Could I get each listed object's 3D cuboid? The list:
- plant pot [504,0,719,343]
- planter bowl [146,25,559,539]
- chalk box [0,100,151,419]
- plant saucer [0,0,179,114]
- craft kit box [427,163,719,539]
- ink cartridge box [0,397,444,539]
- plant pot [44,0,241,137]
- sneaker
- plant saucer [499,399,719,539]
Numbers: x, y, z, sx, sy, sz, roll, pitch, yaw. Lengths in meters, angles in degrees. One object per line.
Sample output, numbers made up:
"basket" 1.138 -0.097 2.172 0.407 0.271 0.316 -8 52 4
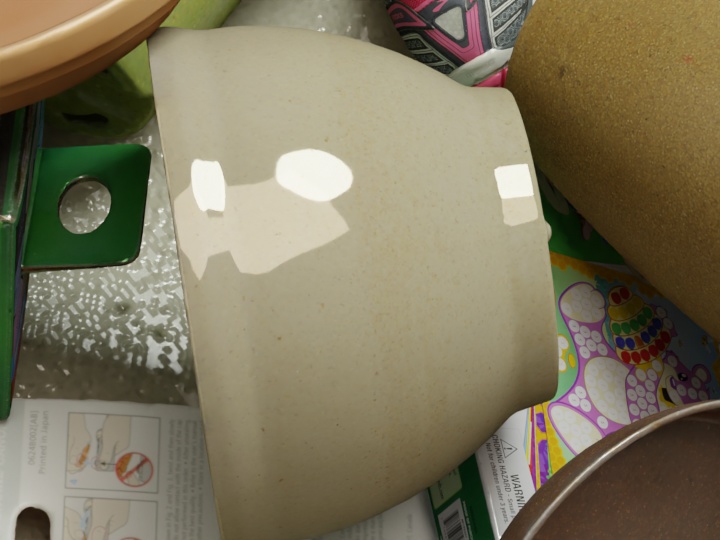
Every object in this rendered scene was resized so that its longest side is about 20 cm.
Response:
"plant pot" 0.164 -0.054 1.171 0.200 0.187 0.186 30 56 28
"planter bowl" 0.000 0.000 1.093 0.135 0.200 0.200 -8 63 -4
"chalk box" -0.185 -0.028 1.153 0.200 0.124 0.125 7 48 -4
"plant saucer" -0.145 -0.109 1.084 0.200 0.037 0.200 -9 33 6
"craft kit box" 0.107 0.034 1.228 0.197 0.049 0.200 4 59 -33
"ink cartridge box" -0.056 0.135 1.163 0.200 0.047 0.160 4 61 -7
"plant pot" -0.107 -0.166 1.243 0.200 0.200 0.184 28 70 2
"sneaker" 0.041 -0.153 1.286 0.081 0.075 0.200 -30 36 12
"plant saucer" 0.110 0.135 1.136 0.200 0.200 0.034 -24 35 -24
